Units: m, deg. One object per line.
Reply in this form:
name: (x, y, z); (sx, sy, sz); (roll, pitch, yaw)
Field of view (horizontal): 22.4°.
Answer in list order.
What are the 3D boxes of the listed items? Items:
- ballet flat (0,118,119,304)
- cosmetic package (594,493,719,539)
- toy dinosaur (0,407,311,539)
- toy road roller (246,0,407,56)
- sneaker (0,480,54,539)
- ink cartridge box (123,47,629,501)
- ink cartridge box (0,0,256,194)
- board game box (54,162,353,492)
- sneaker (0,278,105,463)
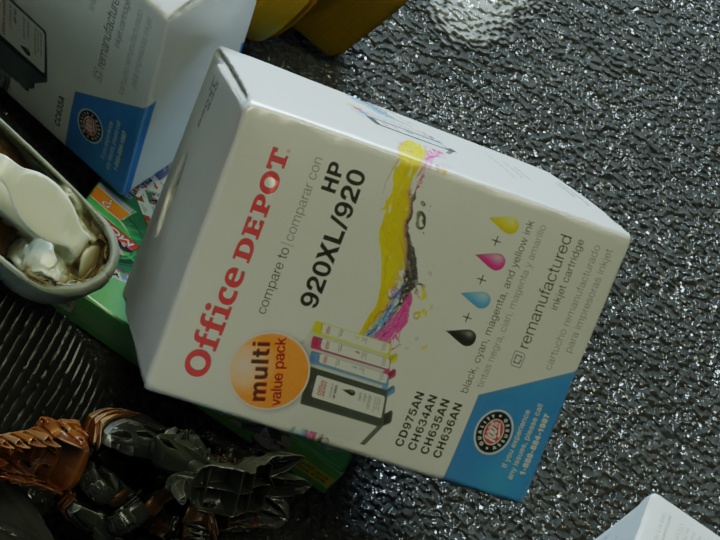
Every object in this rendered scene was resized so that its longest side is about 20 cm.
ballet flat: (-0.189, -0.060, 0.845); (0.200, 0.064, 0.068); (44, 68, -22)
cosmetic package: (0.204, 0.219, 0.990); (0.200, 0.101, 0.071); (35, 49, -5)
toy dinosaur: (-0.106, 0.111, 0.872); (0.199, 0.103, 0.135); (-8, 27, -40)
toy road roller: (-0.036, -0.227, 1.142); (0.146, 0.123, 0.201); (34, 49, -25)
sneaker: (-0.179, 0.126, 0.859); (0.199, 0.076, 0.091); (33, 46, -8)
ink cartridge box: (0.000, 0.000, 0.910); (0.199, 0.148, 0.145); (18, 11, -16)
ink cartridge box: (-0.159, -0.164, 0.988); (0.200, 0.147, 0.086); (40, 51, 13)
board game box: (-0.070, 0.015, 1.018); (0.200, 0.029, 0.135); (35, 50, -5)
sneaker: (-0.214, 0.026, 0.906); (0.200, 0.088, 0.074); (42, 70, -30)
